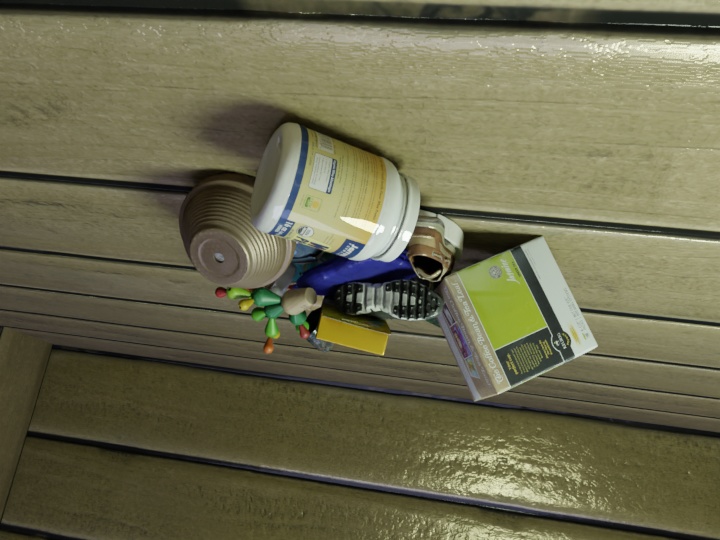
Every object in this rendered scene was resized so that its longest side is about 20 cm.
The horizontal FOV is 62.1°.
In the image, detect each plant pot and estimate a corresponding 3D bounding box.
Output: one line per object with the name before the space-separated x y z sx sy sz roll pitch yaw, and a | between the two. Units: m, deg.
plant pot | -0.208 -0.043 0.958 0.197 0.093 0.204 6 123 9

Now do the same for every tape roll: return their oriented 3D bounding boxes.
tape roll | 0.082 -0.053 1.050 0.199 0.038 0.203 8 161 3

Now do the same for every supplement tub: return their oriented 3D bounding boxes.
supplement tub | -0.034 -0.097 0.798 0.197 0.147 0.144 16 160 -22

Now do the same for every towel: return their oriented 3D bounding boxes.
towel | 0.000 0.000 1.069 0.198 0.050 0.146 -24 151 37

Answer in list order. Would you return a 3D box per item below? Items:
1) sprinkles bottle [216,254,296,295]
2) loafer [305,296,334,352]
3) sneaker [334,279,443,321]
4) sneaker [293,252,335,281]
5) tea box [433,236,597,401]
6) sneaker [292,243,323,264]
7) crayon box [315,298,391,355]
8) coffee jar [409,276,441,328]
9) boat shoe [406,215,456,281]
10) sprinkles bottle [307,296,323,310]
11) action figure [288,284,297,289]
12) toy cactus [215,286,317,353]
sprinkles bottle | -0.217 -0.030 1.120 0.198 0.069 0.068 33 155 -15
loafer | -0.043 0.079 1.249 0.072 0.201 0.073 13 147 53
sneaker | 0.058 0.054 1.043 0.197 0.068 0.090 1 171 28
sneaker | -0.100 -0.001 1.220 0.077 0.081 0.199 21 159 -34
tea box | 0.248 0.084 1.009 0.194 0.203 0.134 -20 167 -13
sneaker | -0.160 -0.053 1.087 0.196 0.082 0.147 1 157 5
crayon box | -0.016 0.102 1.088 0.125 0.052 0.200 15 -176 -3
coffee jar | 0.135 0.056 1.207 0.199 0.086 0.104 26 179 -41
boat shoe | 0.109 -0.019 0.963 0.074 0.073 0.200 1 160 21
sprinkles bottle | -0.030 0.065 1.379 0.196 0.069 0.068 3 161 16
action figure | -0.108 0.049 1.310 0.196 0.099 0.066 5 120 17
toy cactus | -0.150 0.071 1.079 0.163 0.103 0.200 -19 132 38
